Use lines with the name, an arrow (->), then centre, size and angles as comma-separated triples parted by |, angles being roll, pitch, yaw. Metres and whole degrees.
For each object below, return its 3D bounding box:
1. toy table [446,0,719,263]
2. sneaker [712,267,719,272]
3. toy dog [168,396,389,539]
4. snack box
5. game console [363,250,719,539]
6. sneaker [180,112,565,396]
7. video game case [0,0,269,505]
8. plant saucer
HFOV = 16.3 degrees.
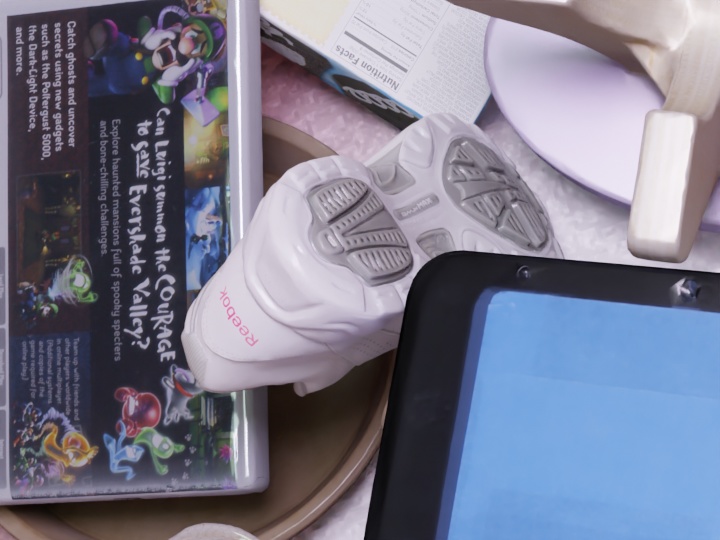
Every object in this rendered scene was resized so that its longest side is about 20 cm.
toy table -> 0.133, -0.087, 0.916 | 0.199, 0.117, 0.185 | -4, 80, 16
sneaker -> 0.137, 0.029, 0.877 | 0.075, 0.200, 0.081 | 15, 99, -20
toy dog -> 0.029, 0.115, 0.925 | 0.200, 0.096, 0.132 | -39, 69, 13
snack box -> -0.017, -0.148, 1.012 | 0.200, 0.037, 0.116 | 32, 78, -5
game console -> 0.072, 0.082, 0.749 | 0.199, 0.176, 0.117 | 5, 112, 28
sneaker -> 0.000, 0.000, 0.927 | 0.099, 0.200, 0.078 | -38, 74, 31
video game case -> -0.124, -0.009, 0.983 | 0.181, 0.023, 0.201 | -4, 81, 19
plant saucer -> -0.073, 0.030, 1.007 | 0.199, 0.029, 0.201 | -5, 67, 12
